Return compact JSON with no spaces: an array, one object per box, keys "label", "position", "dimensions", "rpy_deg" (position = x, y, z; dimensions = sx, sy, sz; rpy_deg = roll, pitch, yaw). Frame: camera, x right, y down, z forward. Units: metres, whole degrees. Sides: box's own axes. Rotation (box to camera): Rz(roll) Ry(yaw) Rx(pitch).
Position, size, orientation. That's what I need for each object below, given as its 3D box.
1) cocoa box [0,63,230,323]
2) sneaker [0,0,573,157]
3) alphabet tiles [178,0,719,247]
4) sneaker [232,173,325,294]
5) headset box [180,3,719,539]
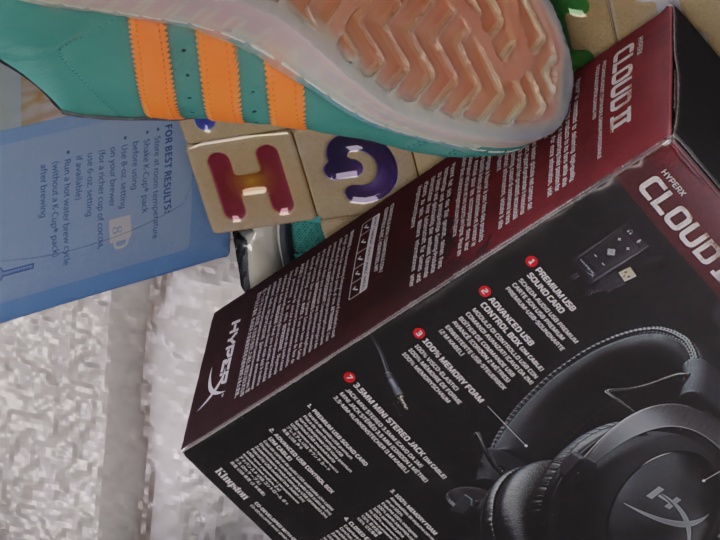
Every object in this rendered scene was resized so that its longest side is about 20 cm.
[{"label":"cocoa box","position":[-0.124,-0.098,0.839],"dimensions":[0.131,0.133,0.201],"rpy_deg":[20,117,42]},{"label":"sneaker","position":[-0.039,-0.073,0.757],"dimensions":[0.199,0.072,0.080],"rpy_deg":[18,156,-27]},{"label":"alphabet tiles","position":[0.020,-0.076,0.797],"dimensions":[0.165,0.006,0.201],"rpy_deg":[-8,126,11]},{"label":"sneaker","position":[0.000,0.000,0.905],"dimensions":[0.079,0.078,0.201],"rpy_deg":[-9,112,-2]},{"label":"headset box","position":[0.072,0.032,0.818],"dimensions":[0.200,0.077,0.149],"rpy_deg":[-34,115,25]}]
